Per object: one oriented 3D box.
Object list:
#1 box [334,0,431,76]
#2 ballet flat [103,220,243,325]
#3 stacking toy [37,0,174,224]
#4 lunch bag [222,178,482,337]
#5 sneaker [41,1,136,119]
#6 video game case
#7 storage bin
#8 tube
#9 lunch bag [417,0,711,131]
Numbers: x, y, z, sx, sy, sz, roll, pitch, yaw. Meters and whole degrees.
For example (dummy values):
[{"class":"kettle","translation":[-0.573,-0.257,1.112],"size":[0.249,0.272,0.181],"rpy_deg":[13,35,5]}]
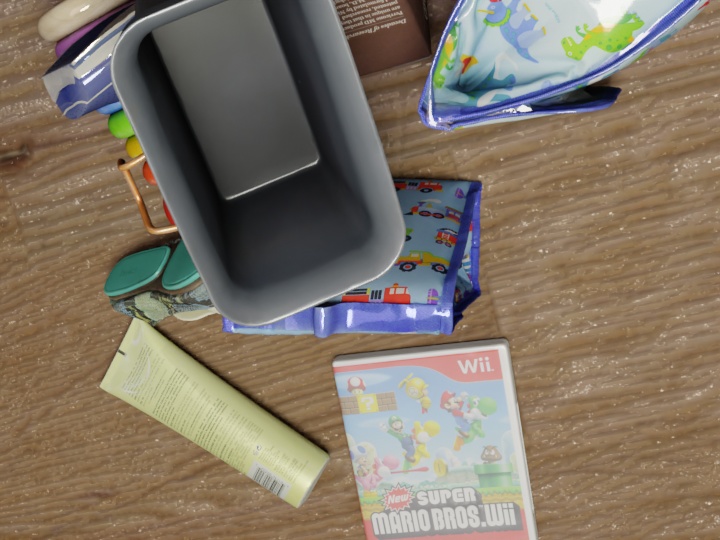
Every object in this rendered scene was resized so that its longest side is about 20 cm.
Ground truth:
[{"class":"box","translation":[-0.017,-0.221,0.685],"size":[0.074,0.200,0.101],"rpy_deg":[-11,62,14]},{"class":"ballet flat","translation":[-0.122,0.006,0.816],"size":[0.199,0.074,0.075],"rpy_deg":[-8,109,55]},{"class":"stacking toy","translation":[-0.156,-0.118,0.823],"size":[0.085,0.085,0.201],"rpy_deg":[-24,106,18]},{"class":"lunch bag","translation":[0.000,0.000,0.752],"size":[0.149,0.200,0.095],"rpy_deg":[2,106,12]},{"class":"sneaker","translation":[-0.109,-0.147,0.762],"size":[0.080,0.199,0.116],"rpy_deg":[4,129,57]},{"class":"video game case","translation":[0.063,0.158,0.883],"size":[0.142,0.017,0.202],"rpy_deg":[-7,104,15]},{"class":"storage bin","translation":[-0.075,-0.087,0.663],"size":[0.145,0.135,0.201],"rpy_deg":[-23,121,-4]},{"class":"tube","translation":[-0.119,0.119,0.899],"size":[0.199,0.052,0.058],"rpy_deg":[32,69,5]},{"class":"lunch bag","translation":[0.129,-0.164,0.691],"size":[0.200,0.170,0.128],"rpy_deg":[-37,91,20]}]
